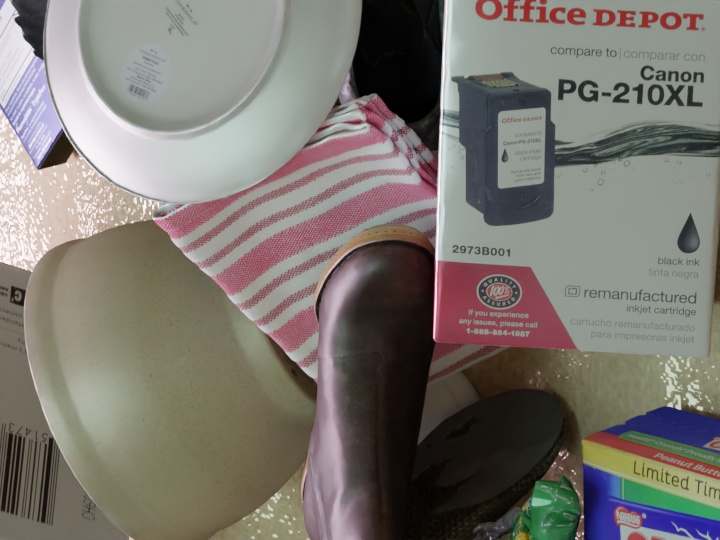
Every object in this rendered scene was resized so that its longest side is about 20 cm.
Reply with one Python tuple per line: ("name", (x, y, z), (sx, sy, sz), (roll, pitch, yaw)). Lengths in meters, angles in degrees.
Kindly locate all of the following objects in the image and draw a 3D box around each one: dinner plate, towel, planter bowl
("dinner plate", (-0.091, -0.136, 1.535), (0.199, 0.024, 0.201), (-5, 80, 29))
("towel", (0.000, 0.000, 1.576), (0.146, 0.030, 0.200), (-27, 127, 22))
("planter bowl", (-0.088, 0.051, 1.720), (0.134, 0.200, 0.201), (-25, 84, 22))

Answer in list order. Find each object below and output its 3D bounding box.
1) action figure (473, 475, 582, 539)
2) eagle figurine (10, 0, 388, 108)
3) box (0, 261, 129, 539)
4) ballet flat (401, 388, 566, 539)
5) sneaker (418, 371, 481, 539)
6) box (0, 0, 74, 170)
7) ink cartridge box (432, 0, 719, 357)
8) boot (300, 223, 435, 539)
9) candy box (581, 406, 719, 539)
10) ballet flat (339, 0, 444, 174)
("action figure", (0.085, 0.172, 1.573), (0.054, 0.118, 0.200), (15, 141, -4))
("eagle figurine", (-0.075, -0.140, 1.619), (0.200, 0.152, 0.151), (40, 146, 22))
("box", (-0.256, 0.104, 1.848), (0.131, 0.198, 0.201), (-35, 44, 48))
("ballet flat", (0.039, 0.144, 1.631), (0.067, 0.200, 0.046), (46, 178, 41))
("sneaker", (0.026, 0.145, 1.678), (0.075, 0.088, 0.201), (20, 117, 53))
("box", (-0.229, -0.182, 1.897), (0.200, 0.032, 0.121), (56, 136, 17))
("ink cartridge box", (0.113, -0.066, 1.464), (0.144, 0.084, 0.201), (3, 110, 5))
("boot", (0.012, 0.094, 1.532), (0.200, 0.072, 0.167), (103, 165, -45))
("candy box", (0.202, 0.189, 1.508), (0.169, 0.077, 0.201), (15, 113, 43))
("ballet flat", (0.017, -0.133, 1.527), (0.057, 0.066, 0.201), (-104, 8, -68))
